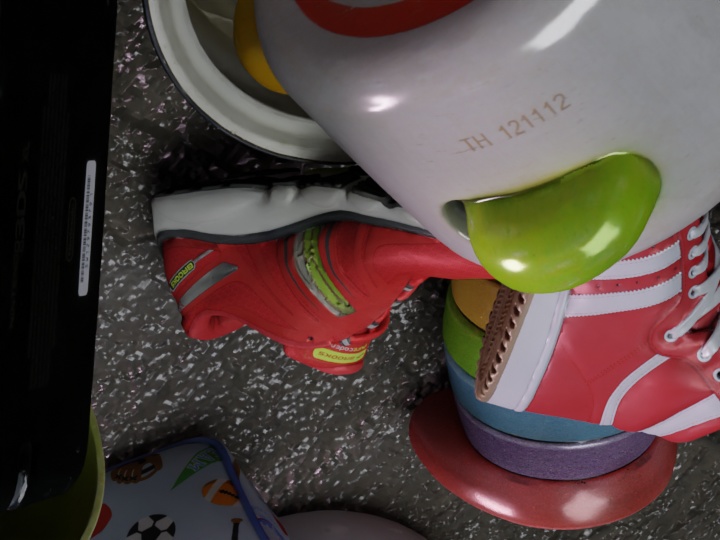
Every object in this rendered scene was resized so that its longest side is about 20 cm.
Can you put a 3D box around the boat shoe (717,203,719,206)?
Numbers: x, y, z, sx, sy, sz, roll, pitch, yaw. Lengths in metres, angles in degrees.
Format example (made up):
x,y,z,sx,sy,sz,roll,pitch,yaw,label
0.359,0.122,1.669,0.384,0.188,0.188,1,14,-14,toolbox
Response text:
x,y,z,sx,sy,sz,roll,pitch,yaw,label
0.185,-0.118,1.185,0.091,0.071,0.201,-39,141,-36,boat shoe

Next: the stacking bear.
x,y,z,sx,sy,sz,roll,pitch,yaw,label
0.087,0.003,1.235,0.121,0.114,0.200,-13,124,-14,stacking bear

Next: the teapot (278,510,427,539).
x,y,z,sx,sy,sz,roll,pitch,yaw,label
-0.009,0.221,1.325,0.200,0.146,0.197,-43,129,10,teapot

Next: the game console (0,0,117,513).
x,y,z,sx,sy,sz,roll,pitch,yaw,label
-0.173,-0.017,0.976,0.116,0.176,0.201,6,96,19,game console

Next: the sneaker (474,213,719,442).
x,y,z,sx,sy,sz,roll,pitch,yaw,label
0.128,-0.010,1.121,0.112,0.071,0.200,17,132,-7,sneaker

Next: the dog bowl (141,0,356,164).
x,y,z,sx,sy,sz,roll,pitch,yaw,label
0.001,-0.144,1.109,0.200,0.074,0.201,-11,127,-15,dog bowl

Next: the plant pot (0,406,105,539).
x,y,z,sx,sy,sz,roll,pitch,yaw,label
-0.227,0.119,1.157,0.187,0.187,0.200,7,139,-27,plant pot

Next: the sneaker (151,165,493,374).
x,y,z,sx,sy,sz,roll,pitch,yaw,label
0.000,0.000,1.146,0.077,0.200,0.085,-17,102,-46,sneaker

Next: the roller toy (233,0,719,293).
x,y,z,sx,sy,sz,roll,pitch,yaw,label
0.059,-0.106,0.997,0.183,0.200,0.140,-49,128,-2,roller toy

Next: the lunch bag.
x,y,z,sx,sy,sz,roll,pitch,yaw,label
-0.117,0.170,1.233,0.200,0.160,0.076,-29,130,-2,lunch bag
